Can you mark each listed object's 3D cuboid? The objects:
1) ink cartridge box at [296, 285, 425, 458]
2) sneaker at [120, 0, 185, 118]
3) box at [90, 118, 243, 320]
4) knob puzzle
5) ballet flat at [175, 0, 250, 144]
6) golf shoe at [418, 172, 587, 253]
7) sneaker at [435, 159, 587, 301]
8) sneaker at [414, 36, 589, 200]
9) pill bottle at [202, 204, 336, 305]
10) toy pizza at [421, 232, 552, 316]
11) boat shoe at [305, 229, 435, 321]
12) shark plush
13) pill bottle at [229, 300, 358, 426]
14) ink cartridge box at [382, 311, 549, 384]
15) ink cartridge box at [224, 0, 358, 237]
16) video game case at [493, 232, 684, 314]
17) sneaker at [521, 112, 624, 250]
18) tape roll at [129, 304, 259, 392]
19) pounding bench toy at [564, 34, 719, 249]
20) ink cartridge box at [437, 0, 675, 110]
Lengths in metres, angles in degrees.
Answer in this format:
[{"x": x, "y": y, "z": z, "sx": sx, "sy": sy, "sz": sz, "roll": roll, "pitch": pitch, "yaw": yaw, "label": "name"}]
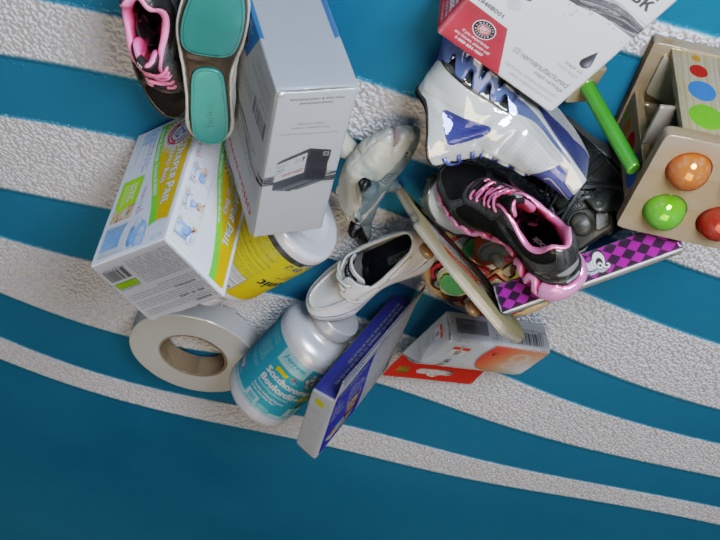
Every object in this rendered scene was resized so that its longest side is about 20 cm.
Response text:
[{"x": -0.003, "y": 0.126, "z": 1.217, "sx": 0.047, "sy": 0.198, "sz": 0.202, "roll": 33, "pitch": 141, "yaw": 14, "label": "ink cartridge box"}, {"x": -0.204, "y": -0.219, "z": 0.910, "sx": 0.077, "sy": 0.097, "sz": 0.202, "roll": 5, "pitch": 142, "yaw": 3, "label": "sneaker"}, {"x": -0.202, "y": -0.066, "z": 1.020, "sx": 0.111, "sy": 0.203, "sz": 0.102, "roll": -17, "pitch": 136, "yaw": 27, "label": "box"}, {"x": 0.114, "y": 0.015, "z": 1.013, "sx": 0.030, "sy": 0.221, "sz": 0.219, "roll": -40, "pitch": 124, "yaw": 10, "label": "knob puzzle"}, {"x": -0.143, "y": -0.217, "z": 0.885, "sx": 0.068, "sy": 0.070, "sz": 0.202, "roll": 11, "pitch": 135, "yaw": -2, "label": "ballet flat"}, {"x": 0.163, "y": -0.064, "z": 1.022, "sx": 0.196, "sy": 0.079, "sz": 0.088, "roll": 16, "pitch": -179, "yaw": -17, "label": "golf shoe"}, {"x": 0.150, "y": -0.061, "z": 0.929, "sx": 0.199, "sy": 0.079, "sz": 0.096, "roll": 42, "pitch": 170, "yaw": 29, "label": "sneaker"}, {"x": 0.129, "y": -0.137, "z": 0.918, "sx": 0.199, "sy": 0.081, "sz": 0.115, "roll": 43, "pitch": 122, "yaw": -3, "label": "sneaker"}, {"x": -0.132, "y": -0.029, "z": 1.122, "sx": 0.198, "sy": 0.113, "sz": 0.111, "roll": -25, "pitch": 130, "yaw": 36, "label": "pill bottle"}, {"x": 0.170, "y": 0.004, "z": 1.159, "sx": 0.195, "sy": 0.032, "sz": 0.202, "roll": 6, "pitch": 141, "yaw": 5, "label": "toy pizza"}, {"x": 0.000, "y": 0.000, "z": 1.145, "sx": 0.198, "sy": 0.075, "sz": 0.065, "roll": -33, "pitch": 155, "yaw": 24, "label": "boat shoe"}, {"x": 0.020, "y": -0.085, "z": 1.061, "sx": 0.082, "sy": 0.092, "sz": 0.203, "roll": -16, "pitch": 139, "yaw": -17, "label": "shark plush"}, {"x": -0.089, "y": 0.119, "z": 1.275, "sx": 0.110, "sy": 0.112, "sz": 0.200, "roll": 30, "pitch": 123, "yaw": -24, "label": "pill bottle"}, {"x": 0.140, "y": 0.128, "z": 1.264, "sx": 0.159, "sy": 0.051, "sz": 0.201, "roll": 8, "pitch": 145, "yaw": -24, "label": "ink cartridge box"}, {"x": -0.076, "y": -0.156, "z": 0.916, "sx": 0.082, "sy": 0.147, "sz": 0.202, "roll": -7, "pitch": 146, "yaw": -20, "label": "ink cartridge box"}, {"x": 0.258, "y": -0.002, "z": 1.021, "sx": 0.196, "sy": 0.037, "sz": 0.181, "roll": -22, "pitch": 173, "yaw": 18, "label": "video game case"}, {"x": 0.210, "y": -0.098, "z": 0.965, "sx": 0.196, "sy": 0.116, "sz": 0.076, "roll": 27, "pitch": 138, "yaw": -15, "label": "sneaker"}, {"x": -0.248, "y": 0.115, "z": 1.379, "sx": 0.198, "sy": 0.038, "sz": 0.205, "roll": 6, "pitch": 140, "yaw": 5, "label": "tape roll"}, {"x": 0.288, "y": -0.123, "z": 0.881, "sx": 0.195, "sy": 0.158, "sz": 0.125, "roll": 12, "pitch": 142, "yaw": -2, "label": "pounding bench toy"}, {"x": 0.182, "y": -0.259, "z": 0.798, "sx": 0.142, "sy": 0.085, "sz": 0.200, "roll": 28, "pitch": 137, "yaw": -20, "label": "ink cartridge box"}]
